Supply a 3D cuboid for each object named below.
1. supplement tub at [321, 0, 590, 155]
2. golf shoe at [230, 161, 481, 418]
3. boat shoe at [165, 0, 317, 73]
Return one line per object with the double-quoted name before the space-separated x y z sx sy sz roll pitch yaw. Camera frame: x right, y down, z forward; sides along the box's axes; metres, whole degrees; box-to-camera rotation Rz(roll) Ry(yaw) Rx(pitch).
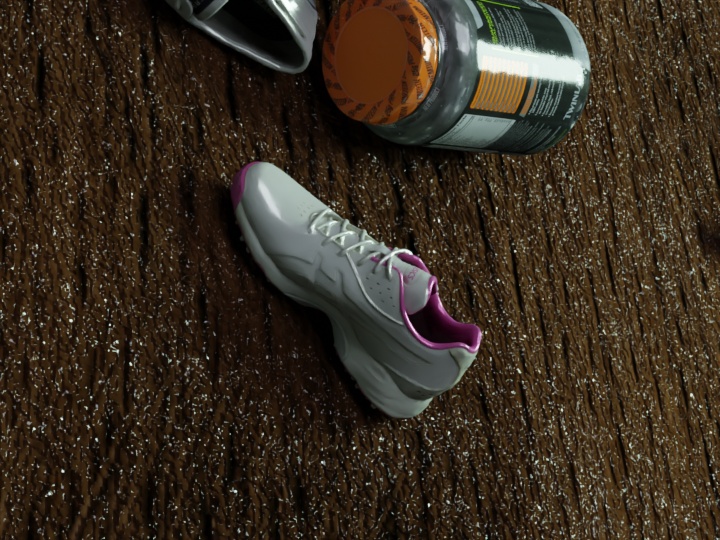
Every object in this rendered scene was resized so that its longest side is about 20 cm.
"supplement tub" 0.071 -0.151 1.309 0.199 0.122 0.123 2 63 -49
"golf shoe" 0.000 0.000 1.141 0.200 0.091 0.075 49 38 -9
"boat shoe" -0.106 -0.198 1.185 0.200 0.072 0.066 36 36 -40
